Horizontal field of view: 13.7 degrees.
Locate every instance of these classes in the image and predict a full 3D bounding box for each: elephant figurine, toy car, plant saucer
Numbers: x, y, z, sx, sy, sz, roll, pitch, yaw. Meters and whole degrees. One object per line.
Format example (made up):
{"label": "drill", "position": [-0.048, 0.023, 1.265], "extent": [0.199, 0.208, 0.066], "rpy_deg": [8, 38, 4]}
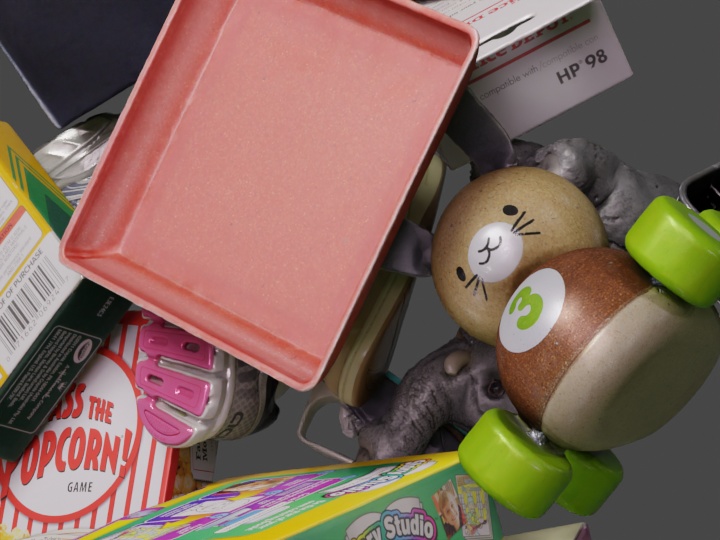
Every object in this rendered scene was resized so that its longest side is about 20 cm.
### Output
{"label": "elephant figurine", "position": [0.104, 0.040, 1.623], "extent": [0.154, 0.141, 0.201], "rpy_deg": [-3, 67, 36]}
{"label": "toy car", "position": [0.081, -0.001, 1.507], "extent": [0.200, 0.158, 0.165], "rpy_deg": [42, 103, 20]}
{"label": "plant saucer", "position": [-0.043, -0.058, 1.549], "extent": [0.199, 0.037, 0.201], "rpy_deg": [26, 89, 38]}

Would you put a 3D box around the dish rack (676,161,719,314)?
{"label": "dish rack", "position": [0.270, 0.014, 1.584], "extent": [0.153, 0.055, 0.200], "rpy_deg": [-26, 61, -38]}

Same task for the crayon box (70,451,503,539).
{"label": "crayon box", "position": [-0.052, 0.146, 1.503], "extent": [0.172, 0.200, 0.059], "rpy_deg": [-8, 96, 36]}

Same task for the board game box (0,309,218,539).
{"label": "board game box", "position": [-0.155, 0.124, 1.683], "extent": [0.151, 0.046, 0.201], "rpy_deg": [-4, 70, 33]}

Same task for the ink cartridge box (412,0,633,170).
{"label": "ink cartridge box", "position": [0.073, -0.123, 1.644], "extent": [0.115, 0.200, 0.067], "rpy_deg": [-28, 111, 0]}

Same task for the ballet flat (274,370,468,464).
{"label": "ballet flat", "position": [-0.022, 0.060, 1.680], "extent": [0.200, 0.073, 0.073], "rpy_deg": [42, 86, 20]}

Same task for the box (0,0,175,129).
{"label": "box", "position": [-0.135, -0.215, 1.728], "extent": [0.199, 0.118, 0.197], "rpy_deg": [-30, 33, 3]}

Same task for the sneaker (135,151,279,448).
{"label": "sneaker", "position": [-0.069, 0.002, 1.628], "extent": [0.073, 0.087, 0.201], "rpy_deg": [-2, 77, 35]}

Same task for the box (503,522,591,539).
{"label": "box", "position": [0.022, 0.208, 1.548], "extent": [0.199, 0.176, 0.097], "rpy_deg": [-11, 93, 10]}

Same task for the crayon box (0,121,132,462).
{"label": "crayon box", "position": [-0.222, -0.004, 1.709], "extent": [0.126, 0.051, 0.200], "rpy_deg": [-52, 52, 15]}

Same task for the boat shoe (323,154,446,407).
{"label": "boat shoe", "position": [0.000, 0.000, 1.648], "extent": [0.062, 0.074, 0.200], "rpy_deg": [18, 36, 1]}

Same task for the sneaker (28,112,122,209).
{"label": "sneaker", "position": [-0.097, -0.069, 1.746], "extent": [0.199, 0.078, 0.087], "rpy_deg": [-33, 75, 12]}
